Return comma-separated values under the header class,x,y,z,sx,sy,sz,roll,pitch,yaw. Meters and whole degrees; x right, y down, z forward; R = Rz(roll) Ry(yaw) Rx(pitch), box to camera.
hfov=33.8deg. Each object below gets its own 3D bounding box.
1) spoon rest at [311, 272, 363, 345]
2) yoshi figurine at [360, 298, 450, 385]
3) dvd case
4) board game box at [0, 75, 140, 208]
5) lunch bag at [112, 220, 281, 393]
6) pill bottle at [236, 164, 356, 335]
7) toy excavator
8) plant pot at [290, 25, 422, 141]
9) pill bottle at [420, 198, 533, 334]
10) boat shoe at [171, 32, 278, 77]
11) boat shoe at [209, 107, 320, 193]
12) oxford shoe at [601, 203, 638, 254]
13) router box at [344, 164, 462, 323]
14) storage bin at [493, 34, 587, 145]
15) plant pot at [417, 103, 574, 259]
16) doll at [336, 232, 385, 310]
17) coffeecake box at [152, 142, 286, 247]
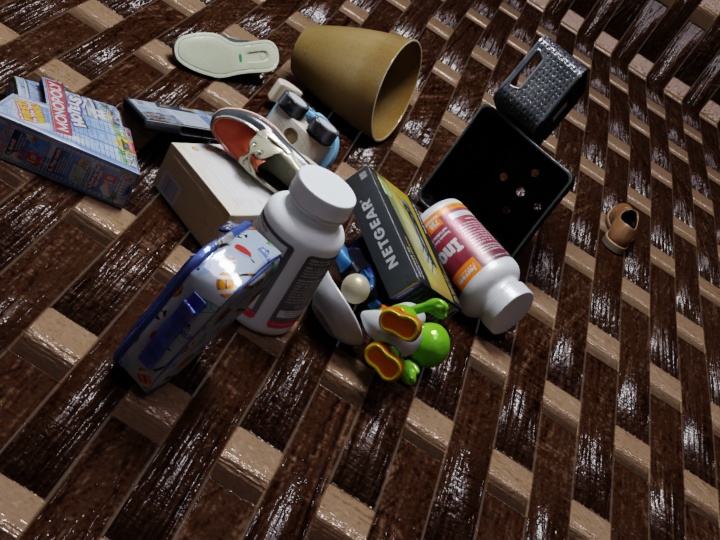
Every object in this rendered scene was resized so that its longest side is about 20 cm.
class,x,y,z,sx,sy,sz,roll,pitch,yaw
spoon rest,-0.053,0.019,1.569,0.060,0.100,0.200,-35,60,-14
yoshi figurine,0.071,0.091,1.548,0.200,0.111,0.114,-22,96,-77
dvd case,-0.234,-0.212,1.715,0.197,0.018,0.143,7,17,-26
board game box,-0.400,-0.187,1.540,0.197,0.062,0.201,15,33,-32
lunch bag,-0.177,0.036,1.284,0.076,0.200,0.160,44,28,3
pill bottle,-0.087,-0.027,1.474,0.109,0.201,0.111,26,28,-15
toy excavator,-0.102,-0.236,1.915,0.194,0.100,0.200,43,16,12
plant pot,-0.018,-0.356,2.106,0.198,0.189,0.186,27,26,17
pill bottle,0.169,-0.005,1.800,0.112,0.114,0.200,-4,46,-49
boat shoe,-0.235,-0.360,1.998,0.198,0.073,0.067,-4,8,-39
boat shoe,-0.125,-0.148,1.610,0.199,0.071,0.063,37,30,-4
oxford shoe,0.534,-0.098,2.375,0.071,0.072,0.200,32,27,0
router box,0.060,-0.035,1.699,0.157,0.052,0.202,30,32,-58
storage bin,0.305,-0.298,1.999,0.094,0.136,0.200,41,4,10
plant pot,0.251,-0.140,2.028,0.199,0.201,0.177,42,17,17
doll,0.000,0.000,1.642,0.137,0.048,0.200,55,17,-10
coffeecake box,-0.162,-0.101,1.643,0.198,0.074,0.154,-4,45,-49
